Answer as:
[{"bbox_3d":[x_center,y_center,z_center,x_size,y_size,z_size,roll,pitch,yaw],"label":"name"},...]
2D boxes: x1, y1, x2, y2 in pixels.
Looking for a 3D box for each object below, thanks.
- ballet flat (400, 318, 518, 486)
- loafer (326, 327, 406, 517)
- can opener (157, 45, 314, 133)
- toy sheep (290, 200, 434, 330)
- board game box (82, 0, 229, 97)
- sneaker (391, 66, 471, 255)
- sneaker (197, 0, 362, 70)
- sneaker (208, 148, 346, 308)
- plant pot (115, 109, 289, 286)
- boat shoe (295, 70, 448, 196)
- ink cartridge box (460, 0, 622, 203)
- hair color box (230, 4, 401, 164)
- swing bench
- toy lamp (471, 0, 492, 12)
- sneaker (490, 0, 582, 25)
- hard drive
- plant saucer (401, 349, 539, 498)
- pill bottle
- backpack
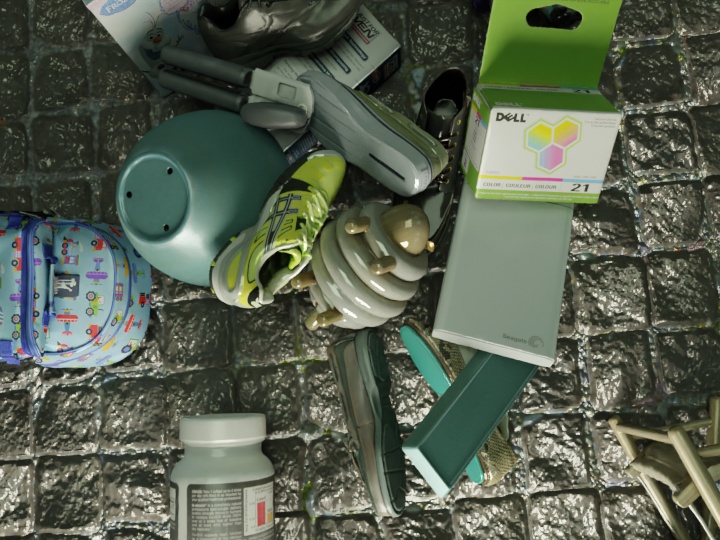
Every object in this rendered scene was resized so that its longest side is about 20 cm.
[{"bbox_3d":[0.116,0.134,0.787,0.074,0.068,0.203,-25,86,-22],"label":"ballet flat"},{"bbox_3d":[0.006,0.170,0.790,0.062,0.072,0.205,-15,74,22],"label":"loafer"},{"bbox_3d":[-0.143,-0.199,0.773,0.196,0.067,0.055,20,111,14],"label":"can opener"},{"bbox_3d":[0.000,0.000,0.770,0.199,0.137,0.139,-38,79,28],"label":"toy sheep"},{"bbox_3d":[-0.188,-0.309,0.797,0.198,0.199,0.044,-34,76,-2],"label":"board game box"},{"bbox_3d":[0.076,-0.121,0.797,0.073,0.106,0.205,10,83,6],"label":"sneaker"},{"bbox_3d":[-0.090,-0.284,0.782,0.196,0.091,0.077,-21,54,11],"label":"sneaker"},{"bbox_3d":[-0.069,-0.039,0.736,0.075,0.076,0.202,21,69,39],"label":"sneaker"},{"bbox_3d":[-0.185,-0.078,0.769,0.195,0.134,0.206,2,95,18],"label":"plant pot"},{"bbox_3d":[0.008,-0.152,0.768,0.199,0.073,0.062,43,50,20],"label":"boat shoe"},{"bbox_3d":[0.196,-0.181,0.745,0.144,0.076,0.204,1,124,-7],"label":"ink cartridge box"},{"bbox_3d":[-0.054,-0.224,0.845,0.199,0.061,0.100,-42,81,-2],"label":"hair color box"},{"bbox_3d":[0.347,0.235,0.680,0.126,0.199,0.205,-11,81,3],"label":"swing bench"},{"bbox_3d":[0.179,-0.275,0.837,0.057,0.058,0.204,-20,81,1],"label":"toy lamp"},{"bbox_3d":[0.191,-0.342,0.800,0.077,0.197,0.088,-36,64,38],"label":"sneaker"},{"bbox_3d":[0.161,-0.008,0.784,0.129,0.027,0.204,13,66,4],"label":"hard drive"},{"bbox_3d":[0.125,0.140,0.746,0.070,0.019,0.200,51,58,-8],"label":"plant saucer"},{"bbox_3d":[-0.146,0.259,0.756,0.113,0.116,0.206,-2,82,4],"label":"pill bottle"},{"bbox_3d":[-0.344,0.023,0.799,0.194,0.135,0.188,3,83,2],"label":"backpack"}]
